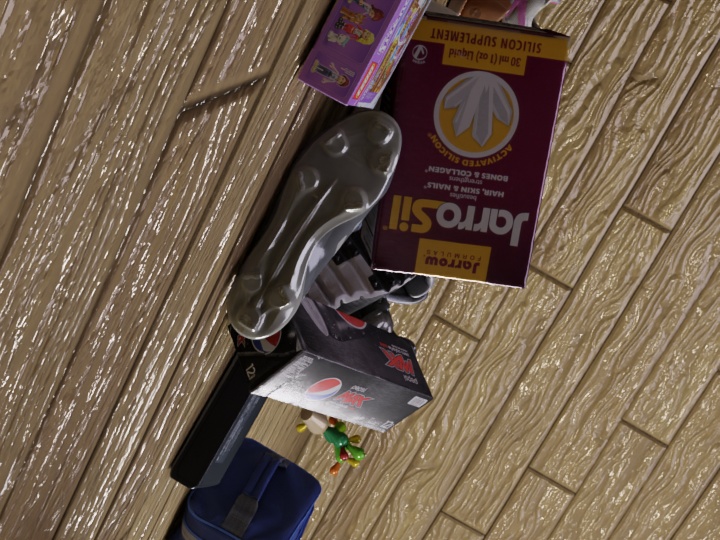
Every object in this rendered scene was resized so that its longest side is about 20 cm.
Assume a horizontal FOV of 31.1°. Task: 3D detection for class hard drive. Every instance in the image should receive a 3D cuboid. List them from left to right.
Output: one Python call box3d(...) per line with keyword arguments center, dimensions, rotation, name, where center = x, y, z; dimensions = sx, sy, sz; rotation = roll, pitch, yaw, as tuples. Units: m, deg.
box3d(center=(-0.133, 0.152, 1.300), dimensions=(0.140, 0.033, 0.200), rotation=(-61, 176, -8), name="hard drive")

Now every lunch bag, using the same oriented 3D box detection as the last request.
box3d(center=(-0.133, 0.293, 1.534), dimensions=(0.133, 0.136, 0.200), rotation=(-63, 176, 30), name="lunch bag")

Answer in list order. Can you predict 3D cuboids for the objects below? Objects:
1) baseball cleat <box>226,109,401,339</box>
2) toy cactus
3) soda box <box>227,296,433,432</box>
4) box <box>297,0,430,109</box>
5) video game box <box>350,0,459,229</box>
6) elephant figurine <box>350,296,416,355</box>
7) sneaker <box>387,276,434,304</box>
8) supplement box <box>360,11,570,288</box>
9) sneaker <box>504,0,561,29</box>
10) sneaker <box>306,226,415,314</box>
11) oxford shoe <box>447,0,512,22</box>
box3d(center=(-0.040, -0.040, 0.996), dimensions=(0.200, 0.070, 0.106), rotation=(-52, -176, 5), name="baseball cleat")
box3d(center=(-0.079, 0.345, 2.742), dimensions=(0.102, 0.200, 0.165), rotation=(-46, 134, -2), name="toy cactus")
box3d(center=(-0.022, 0.080, 1.118), dimensions=(0.063, 0.071, 0.200), rotation=(-36, 147, 21), name="soda box")
box3d(center=(0.031, -0.202, 0.840), dimensions=(0.200, 0.039, 0.137), rotation=(-62, 177, 9), name="box")
box3d(center=(0.020, -0.130, 1.176), dimensions=(0.200, 0.047, 0.182), rotation=(-60, 174, -7), name="video game box")
box3d(center=(0.000, 0.000, 1.342), dimensions=(0.141, 0.155, 0.201), rotation=(-12, -112, 49), name="elephant figurine")
box3d(center=(0.059, -0.028, 1.470), dimensions=(0.200, 0.114, 0.076), rotation=(-34, 146, -25), name="sneaker")
box3d(center=(0.079, -0.100, 1.029), dimensions=(0.103, 0.130, 0.201), rotation=(-104, -159, -75), name="supplement box")
box3d(center=(0.196, -0.345, 1.489), dimensions=(0.081, 0.088, 0.201), rotation=(-53, 158, -63), name="sneaker")
box3d(center=(-0.025, 0.015, 1.198), dimensions=(0.200, 0.067, 0.090), rotation=(-31, 178, -17), name="sneaker")
box3d(center=(0.119, -0.248, 1.443), dimensions=(0.071, 0.071, 0.200), rotation=(-61, 178, -23), name="oxford shoe")
